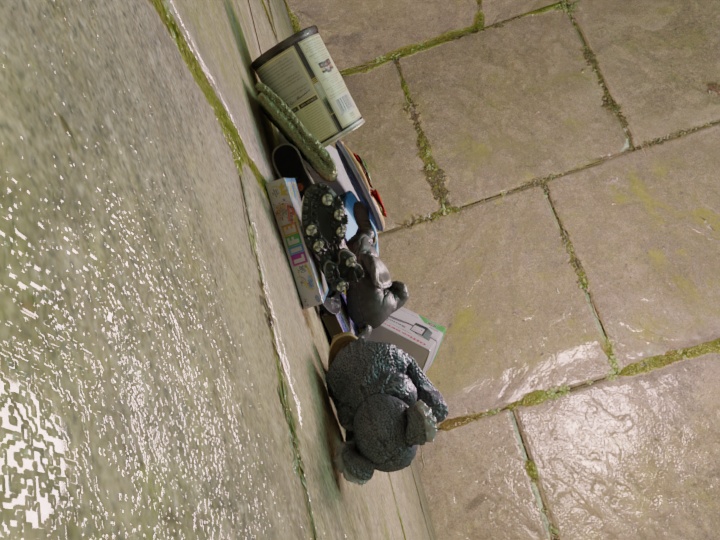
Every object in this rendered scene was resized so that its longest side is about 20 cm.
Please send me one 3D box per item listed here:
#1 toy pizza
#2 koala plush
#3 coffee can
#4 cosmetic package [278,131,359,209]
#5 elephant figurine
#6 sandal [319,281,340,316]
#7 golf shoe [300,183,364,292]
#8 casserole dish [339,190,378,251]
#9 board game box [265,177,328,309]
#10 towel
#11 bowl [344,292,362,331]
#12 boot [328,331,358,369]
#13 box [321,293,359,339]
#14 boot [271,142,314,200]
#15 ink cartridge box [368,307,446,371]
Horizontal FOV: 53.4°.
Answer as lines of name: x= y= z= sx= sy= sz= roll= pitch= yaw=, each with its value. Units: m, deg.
toy pizza: x=0.006 y=-0.171 z=1.416 sx=0.203 sy=0.031 sz=0.200 roll=63 pitch=-1 yaw=3
koala plush: x=0.029 y=0.214 z=1.032 sx=0.186 sy=0.175 sz=0.201 roll=59 pitch=8 yaw=-22
coffee can: x=-0.099 y=-0.339 z=1.372 sx=0.202 sy=0.145 sz=0.147 roll=61 pitch=5 yaw=-12
cosmetic package: x=-0.081 y=-0.209 z=1.516 sx=0.199 sy=0.051 sz=0.153 roll=28 pitch=41 yaw=-48
elephant figurine: x=0.000 y=0.000 z=1.381 sx=0.155 sy=0.140 sz=0.202 roll=49 pitch=-16 yaw=57
sandal: x=-0.062 y=-0.017 z=1.304 sx=0.075 sy=0.048 sz=0.204 roll=20 pitch=52 yaw=-48
golf shoe: x=-0.060 y=-0.057 z=1.136 sx=0.088 sy=0.076 sz=0.202 roll=46 pitch=-21 yaw=48
casserole dish: x=-0.013 y=-0.076 z=1.495 sx=0.200 sy=0.038 sz=0.123 roll=53 pitch=37 yaw=-50
board game box: x=-0.100 y=-0.049 z=1.166 sx=0.134 sy=0.034 sz=0.204 roll=-82 pitch=155 yaw=-83
towel: x=-0.111 y=-0.241 z=1.265 sx=0.200 sy=0.036 sz=0.148 roll=48 pitch=0 yaw=-2
bowl: x=-0.007 y=0.067 z=1.597 sx=0.200 sy=0.106 sz=0.204 roll=-18 pitch=90 yaw=-88
boot: x=-0.015 y=0.161 z=1.231 sx=0.156 sy=0.071 sz=0.203 roll=-101 pitch=175 yaw=-60
box: x=-0.037 y=0.101 z=1.406 sx=0.200 sy=0.032 sz=0.123 roll=-88 pitch=155 yaw=-72
boot: x=-0.098 y=-0.121 z=1.307 sx=0.144 sy=0.071 sz=0.204 roll=61 pitch=10 yaw=-84
ink cartridge box: x=0.090 y=0.150 z=1.514 sx=0.085 sy=0.144 sz=0.200 roll=-68 pitch=169 yaw=14
